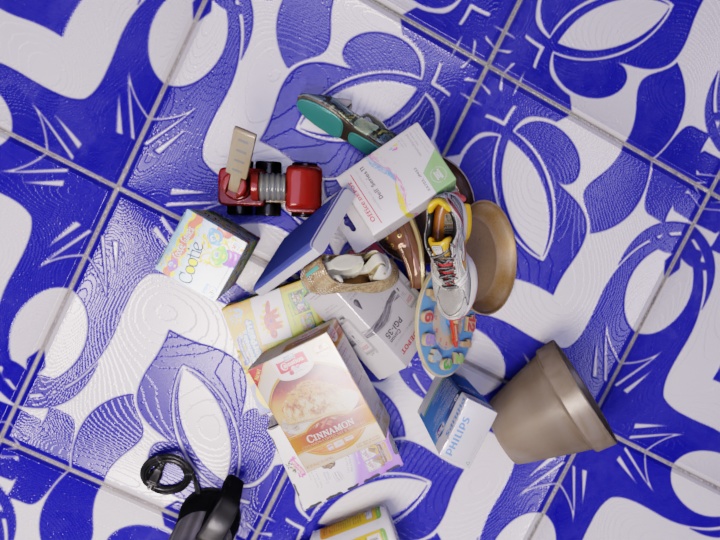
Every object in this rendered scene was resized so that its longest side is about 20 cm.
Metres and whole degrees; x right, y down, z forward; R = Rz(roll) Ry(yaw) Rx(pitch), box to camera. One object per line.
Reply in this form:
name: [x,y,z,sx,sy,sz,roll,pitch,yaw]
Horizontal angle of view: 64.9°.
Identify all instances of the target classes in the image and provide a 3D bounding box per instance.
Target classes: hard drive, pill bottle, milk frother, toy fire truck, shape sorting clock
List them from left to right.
milk frother: [-0.309,0.433,0.968,0.198,0.188,0.182,14,93,-6]
toy fire truck: [-0.149,-0.153,0.921,0.174,0.200,0.130,2,95,-5]
hard drive: [-0.095,-0.043,0.916,0.025,0.200,0.133,39,53,-16]
pill bottle: [-0.027,0.519,1.037,0.198,0.111,0.112,-20,96,-2]
shape sorting clock: [0.154,0.085,0.991,0.039,0.199,0.202,3,96,35]

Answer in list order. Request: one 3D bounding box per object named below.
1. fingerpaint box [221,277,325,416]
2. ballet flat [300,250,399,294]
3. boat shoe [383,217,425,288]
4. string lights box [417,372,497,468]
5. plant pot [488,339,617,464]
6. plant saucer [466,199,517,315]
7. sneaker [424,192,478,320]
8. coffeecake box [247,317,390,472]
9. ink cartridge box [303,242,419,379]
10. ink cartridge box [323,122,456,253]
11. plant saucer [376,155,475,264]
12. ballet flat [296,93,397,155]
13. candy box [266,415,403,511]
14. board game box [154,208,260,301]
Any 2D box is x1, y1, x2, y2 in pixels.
fingerpaint box: [-0.134,0.130,1.012,0.165,0.073,0.202,-20,95,-3]
ballet flat: [0.000,0.000,0.895,0.199,0.065,0.071,-10,66,-40]
boat shoe: [0.070,-0.064,0.983,0.067,0.072,0.202,-13,89,3]
string lights box: [0.161,0.246,0.982,0.059,0.200,0.103,26,93,-6]
plant pot: [0.326,0.253,1.016,0.173,0.200,0.201,-33,97,15]
plant saucer: [0.211,-0.022,1.003,0.199,0.035,0.203,1,89,-44]
sneaker: [0.131,-0.021,0.886,0.077,0.082,0.202,-6,91,34]
coffeecake box: [-0.065,0.205,0.932,0.153,0.073,0.201,-26,99,14]
ink cartridge box: [0.024,0.062,0.980,0.200,0.083,0.147,47,48,-7]
ink cartridge box: [0.042,-0.129,0.920,0.199,0.067,0.118,-34,82,3]
plant saucer: [0.108,-0.112,1.030,0.198,0.034,0.203,0,94,-5]
ballet flat: [-0.016,-0.260,0.996,0.199,0.074,0.075,34,92,-4]
candy box: [-0.047,0.311,1.036,0.198,0.072,0.169,-23,97,-3]
board game box: [-0.240,-0.030,0.925,0.102,0.200,0.105,30,93,-6]
